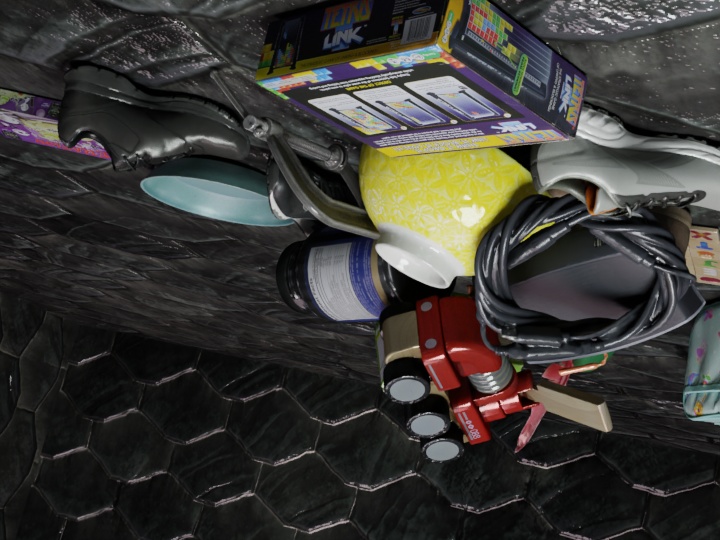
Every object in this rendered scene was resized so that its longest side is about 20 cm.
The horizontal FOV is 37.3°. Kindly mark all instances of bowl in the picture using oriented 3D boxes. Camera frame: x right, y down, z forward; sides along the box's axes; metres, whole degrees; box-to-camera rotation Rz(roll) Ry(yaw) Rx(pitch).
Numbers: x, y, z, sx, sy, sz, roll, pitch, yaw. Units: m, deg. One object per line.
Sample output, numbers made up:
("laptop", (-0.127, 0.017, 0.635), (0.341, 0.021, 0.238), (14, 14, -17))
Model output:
("bowl", (0.073, -0.049, 1.004), (0.199, 0.108, 0.200), (28, 167, 7))

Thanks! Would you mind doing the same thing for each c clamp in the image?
("c clamp", (-0.044, -0.105, 1.028), (0.027, 0.171, 0.200), (-40, 152, 18))

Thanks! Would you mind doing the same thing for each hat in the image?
("hat", (0.288, 0.118, 1.318), (0.165, 0.177, 0.200), (-17, -178, -27))

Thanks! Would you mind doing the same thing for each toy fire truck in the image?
("toy fire truck", (0.135, 0.108, 1.068), (0.198, 0.129, 0.177), (-16, 135, 13))

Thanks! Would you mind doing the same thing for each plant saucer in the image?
("plant saucer", (-0.171, -0.100, 1.326), (0.198, 0.036, 0.200), (10, 169, 2))

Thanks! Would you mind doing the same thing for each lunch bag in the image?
("lunch bag", (0.461, 0.113, 1.276), (0.076, 0.162, 0.200), (15, 169, -7))

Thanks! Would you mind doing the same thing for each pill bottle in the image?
("pill bottle", (0.000, 0.000, 1.175), (0.111, 0.113, 0.199), (24, 160, -39))

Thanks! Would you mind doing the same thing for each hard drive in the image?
("hard drive", (0.217, 0.027, 1.043), (0.199, 0.042, 0.135), (-20, 122, 38))

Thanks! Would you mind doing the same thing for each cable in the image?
("cable", (0.200, 0.003, 0.954), (0.198, 0.164, 0.051), (-3, -152, 2))

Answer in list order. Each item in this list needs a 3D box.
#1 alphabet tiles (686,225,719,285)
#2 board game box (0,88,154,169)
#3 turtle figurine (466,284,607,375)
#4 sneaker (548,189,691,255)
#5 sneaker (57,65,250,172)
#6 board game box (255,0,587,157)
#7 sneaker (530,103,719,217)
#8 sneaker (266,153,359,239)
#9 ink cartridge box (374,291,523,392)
("alphabet tiles", (0.348, -0.019, 1.175), (0.165, 0.006, 0.200), (9, 167, 23))
("board game box", (-0.349, -0.169, 1.260), (0.198, 0.033, 0.120), (12, 172, 8))
("turtle figurine", (0.183, 0.019, 1.162), (0.198, 0.163, 0.064), (13, 169, 6))
("sneaker", (0.221, -0.041, 1.050), (0.198, 0.076, 0.070), (11, 168, 14))
("sneaker", (-0.212, -0.137, 1.088), (0.198, 0.092, 0.076), (15, 166, -7))
("board game box", (0.045, -0.148, 0.820), (0.165, 0.057, 0.199), (22, 166, -42))
("sneaker", (0.230, -0.074, 0.884), (0.198, 0.080, 0.074), (14, 166, -6))
("sneaker", (-0.040, -0.088, 1.209), (0.087, 0.076, 0.200), (-5, 166, 17))
("ink cartridge box", (0.094, 0.058, 1.255), (0.147, 0.201, 0.076), (10, 128, -13))
